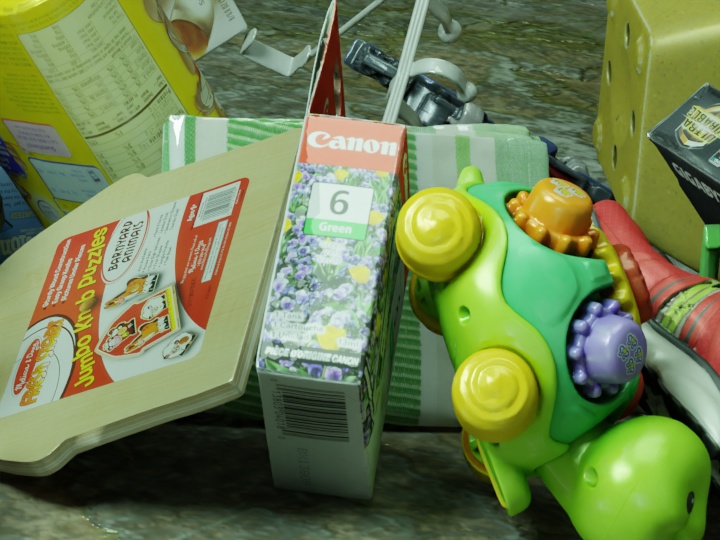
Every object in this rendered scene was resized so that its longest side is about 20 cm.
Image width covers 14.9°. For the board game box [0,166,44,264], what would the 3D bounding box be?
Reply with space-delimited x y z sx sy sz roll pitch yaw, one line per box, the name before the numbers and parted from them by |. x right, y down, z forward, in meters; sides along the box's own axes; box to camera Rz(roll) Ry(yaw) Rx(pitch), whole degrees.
board game box | -0.215 -0.047 1.461 0.199 0.104 0.019 -8 0 -42

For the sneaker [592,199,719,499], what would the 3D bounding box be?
sneaker | 0.167 0.033 1.302 0.085 0.077 0.200 -27 48 -7

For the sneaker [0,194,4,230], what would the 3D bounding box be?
sneaker | -0.236 -0.028 1.330 0.076 0.115 0.200 -1 31 19

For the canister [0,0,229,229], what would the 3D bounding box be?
canister | -0.136 -0.082 1.401 0.148 0.200 0.087 10 52 44

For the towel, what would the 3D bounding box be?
towel | 0.000 0.000 1.354 0.199 0.154 0.023 2 -9 -18

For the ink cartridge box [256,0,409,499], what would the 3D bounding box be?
ink cartridge box | -0.005 -0.011 1.252 0.050 0.109 0.201 7 59 7

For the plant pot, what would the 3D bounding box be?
plant pot | 0.235 -0.095 1.508 0.199 0.195 0.196 1 26 -6

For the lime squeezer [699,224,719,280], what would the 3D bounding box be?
lime squeezer | 0.172 0.034 1.451 0.038 0.071 0.200 -17 -12 -2

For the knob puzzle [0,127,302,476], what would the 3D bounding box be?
knob puzzle | -0.119 0.028 1.259 0.219 0.031 0.220 -23 33 16

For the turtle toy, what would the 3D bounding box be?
turtle toy | 0.087 0.042 1.229 0.101 0.201 0.146 -19 -15 -1

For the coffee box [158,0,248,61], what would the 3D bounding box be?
coffee box | -0.180 -0.133 1.562 0.200 0.115 0.080 -35 19 -15

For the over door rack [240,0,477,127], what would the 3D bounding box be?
over door rack | -0.004 -0.078 1.493 0.066 0.148 0.200 31 -28 -29

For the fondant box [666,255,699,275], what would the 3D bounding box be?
fondant box | 0.264 -0.020 1.667 0.143 0.059 0.200 5 19 -9

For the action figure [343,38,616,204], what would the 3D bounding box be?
action figure | 0.059 -0.039 1.570 0.199 0.105 0.194 32 10 -8

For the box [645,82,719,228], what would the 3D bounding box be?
box | 0.245 0.019 1.344 0.199 0.050 0.200 51 -5 -31
